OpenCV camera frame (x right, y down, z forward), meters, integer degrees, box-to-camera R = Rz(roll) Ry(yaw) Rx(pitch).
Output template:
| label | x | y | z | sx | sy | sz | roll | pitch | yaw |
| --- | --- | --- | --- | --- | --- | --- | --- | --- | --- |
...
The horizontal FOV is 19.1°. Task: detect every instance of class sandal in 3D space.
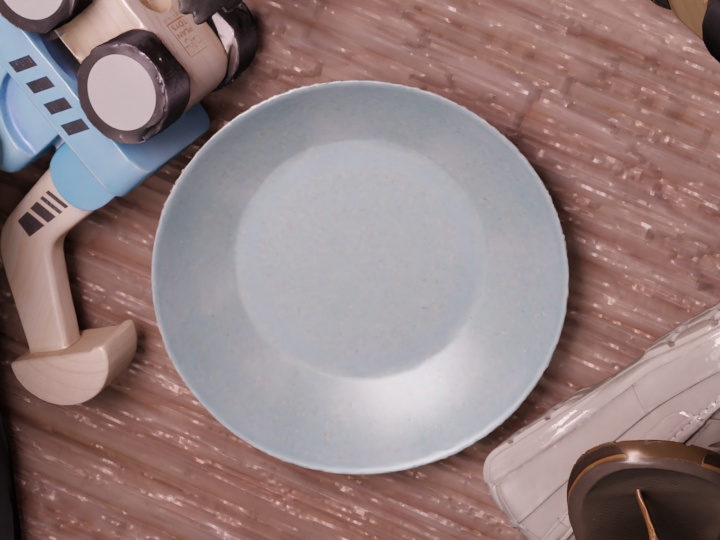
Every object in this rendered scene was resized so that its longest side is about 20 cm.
| label | x | y | z | sx | sy | sz | roll | pitch | yaw |
| --- | --- | --- | --- | --- | --- | --- | --- | --- | --- |
| sandal | 0.128 | 0.143 | 1.000 | 0.081 | 0.055 | 0.201 | 3 | 142 | -9 |

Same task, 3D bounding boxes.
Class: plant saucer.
| label | x | y | z | sx | sy | sz | roll | pitch | yaw |
| --- | --- | --- | --- | --- | --- | --- | --- | --- | --- |
| plant saucer | 0.000 | 0.000 | 1.032 | 0.199 | 0.039 | 0.203 | 0 | 112 | 1 |

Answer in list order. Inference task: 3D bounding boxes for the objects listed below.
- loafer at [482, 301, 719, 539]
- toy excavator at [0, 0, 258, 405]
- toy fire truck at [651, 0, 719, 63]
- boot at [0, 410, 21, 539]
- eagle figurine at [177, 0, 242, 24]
| label | x | y | z | sx | sy | sz | roll | pitch | yaw |
| --- | --- | --- | --- | --- | --- | --- | --- | --- | --- |
| loafer | 0.149 | 0.070 | 1.016 | 0.200 | 0.070 | 0.070 | -36 | 87 | 28 |
| toy excavator | -0.138 | -0.056 | 1.036 | 0.200 | 0.100 | 0.195 | -36 | 95 | 32 |
| toy fire truck | 0.206 | -0.192 | 0.890 | 0.199 | 0.129 | 0.177 | -33 | 132 | -4 |
| boot | -0.258 | 0.106 | 1.121 | 0.163 | 0.066 | 0.202 | 2 | 111 | 13 |
| eagle figurine | -0.076 | -0.220 | 0.889 | 0.152 | 0.150 | 0.200 | 62 | 146 | 19 |
